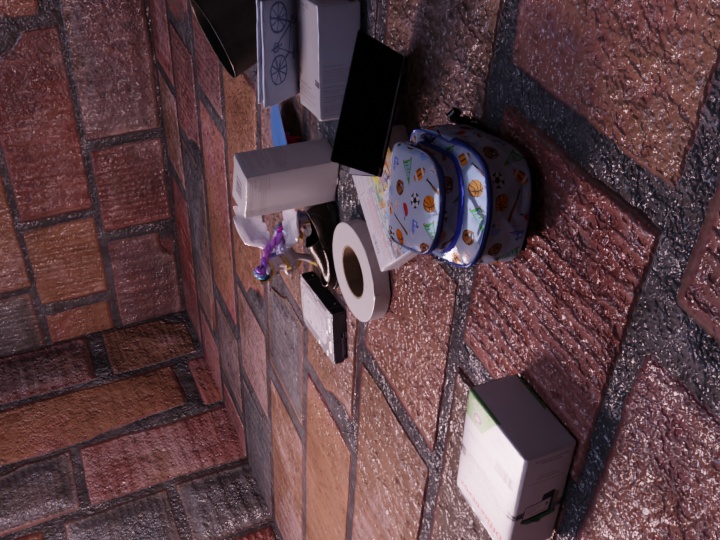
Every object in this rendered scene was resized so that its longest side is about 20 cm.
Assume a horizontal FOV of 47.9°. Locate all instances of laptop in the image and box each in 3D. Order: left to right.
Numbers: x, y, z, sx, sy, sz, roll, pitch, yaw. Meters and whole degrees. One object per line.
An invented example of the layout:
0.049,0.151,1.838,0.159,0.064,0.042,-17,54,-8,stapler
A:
-0.008,-0.248,1.241,0.200,0.116,0.188,-160,82,-67,laptop

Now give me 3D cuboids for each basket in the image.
-0.186,-0.471,1.495,0.181,0.200,0.136,57,171,26,basket

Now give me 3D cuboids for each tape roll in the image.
0.000,0.000,1.581,0.203,0.037,0.204,166,90,-69,tape roll

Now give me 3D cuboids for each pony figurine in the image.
-0.169,-0.066,1.757,0.166,0.200,0.194,-3,103,32,pony figurine

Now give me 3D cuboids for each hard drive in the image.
-0.088,0.108,1.883,0.200,0.038,0.140,-132,34,-51,hard drive

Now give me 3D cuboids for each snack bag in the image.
-0.119,-0.405,1.439,0.021,0.200,0.189,18,124,27,snack bag

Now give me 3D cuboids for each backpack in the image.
0.129,-0.094,1.038,0.190,0.154,0.201,25,124,52,backpack

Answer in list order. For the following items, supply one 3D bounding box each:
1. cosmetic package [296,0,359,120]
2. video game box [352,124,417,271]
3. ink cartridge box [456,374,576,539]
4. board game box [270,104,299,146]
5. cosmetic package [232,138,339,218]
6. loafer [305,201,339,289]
-0.055,-0.373,1.396,0.113,0.081,0.201,-130,32,-53,cosmetic package
0.053,-0.117,1.352,0.182,0.047,0.201,142,112,-70,video game box
0.211,0.271,1.132,0.146,0.084,0.201,-126,30,-47,ink cartridge box
-0.164,-0.283,1.832,0.158,0.039,0.201,126,132,-71,board game box
-0.148,-0.185,1.618,0.081,0.199,0.113,59,151,36,cosmetic package
-0.085,-0.052,1.719,0.073,0.071,0.201,-145,45,-61,loafer
